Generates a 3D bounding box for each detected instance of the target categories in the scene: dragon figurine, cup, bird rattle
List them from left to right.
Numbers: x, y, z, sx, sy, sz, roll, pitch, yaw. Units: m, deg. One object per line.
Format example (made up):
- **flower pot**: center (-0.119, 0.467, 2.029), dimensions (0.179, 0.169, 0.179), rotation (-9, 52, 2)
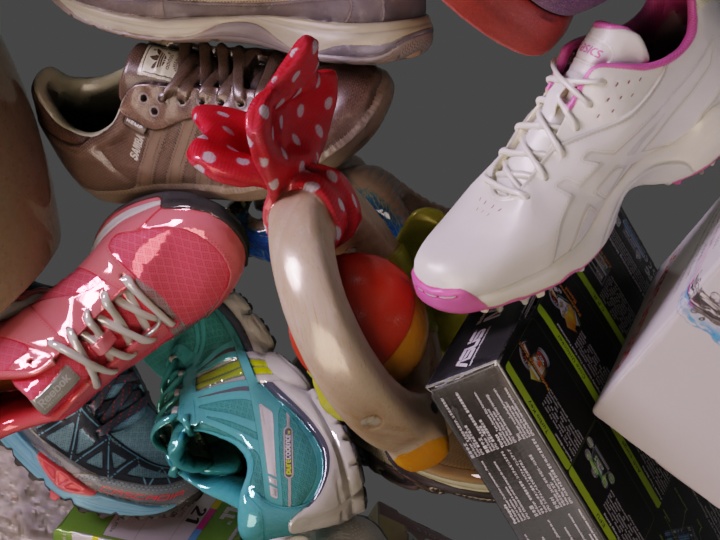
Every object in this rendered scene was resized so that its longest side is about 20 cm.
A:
- **cup**: center (-0.235, -0.038, 1.358), dimensions (0.200, 0.201, 0.143), rotation (-29, 110, 33)
- **dragon figurine**: center (-0.017, -0.012, 1.361), dimensions (0.199, 0.059, 0.100), rotation (-24, 107, 31)
- **bird rattle**: center (0.000, 0.000, 1.227), dimensions (0.112, 0.164, 0.200), rotation (-20, 137, 10)

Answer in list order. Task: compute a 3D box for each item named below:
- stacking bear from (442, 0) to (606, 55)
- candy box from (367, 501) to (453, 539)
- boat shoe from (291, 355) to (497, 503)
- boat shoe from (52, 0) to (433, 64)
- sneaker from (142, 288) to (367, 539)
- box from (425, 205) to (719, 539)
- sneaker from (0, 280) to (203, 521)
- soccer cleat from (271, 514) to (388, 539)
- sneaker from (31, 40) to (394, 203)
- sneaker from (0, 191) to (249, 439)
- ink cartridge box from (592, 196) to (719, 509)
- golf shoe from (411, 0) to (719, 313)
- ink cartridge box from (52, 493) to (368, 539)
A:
- **stacking bear**: center (0.120, -0.194, 1.170), dimensions (0.200, 0.122, 0.114), rotation (-37, 108, 27)
- **candy box**: center (0.010, 0.237, 1.453), dimensions (0.116, 0.057, 0.201), rotation (27, 109, -11)
- **boat shoe**: center (0.039, 0.077, 1.354), dimensions (0.065, 0.073, 0.200), rotation (50, 166, -32)
- **boat shoe**: center (-0.057, -0.147, 1.301), dimensions (0.199, 0.074, 0.074), rotation (8, 103, 18)
- **sneaker**: center (-0.074, 0.068, 1.378), dimensions (0.200, 0.079, 0.078), rotation (44, 147, 45)
- **box**: center (0.122, 0.081, 1.275), dimensions (0.047, 0.193, 0.201), rotation (-21, 109, 31)
- **sneaker**: center (-0.162, 0.056, 1.451), dimensions (0.199, 0.079, 0.096), rotation (34, 124, 1)
- **soccer cleat**: center (-0.075, 0.178, 1.384), dimensions (0.199, 0.086, 0.070), rotation (-29, 83, 27)
- **sneaker**: center (-0.080, -0.079, 1.323), dimensions (0.199, 0.071, 0.076), rotation (-11, 136, 35)
- **sneaker**: center (-0.135, 0.036, 1.351), dimensions (0.200, 0.087, 0.074), rotation (-31, 117, 27)
- **ink cartridge box**: center (0.229, 0.009, 1.216), dimensions (0.144, 0.147, 0.200), rotation (37, 126, -2)
- **golf shoe**: center (0.095, -0.060, 1.211), dimensions (0.075, 0.200, 0.092), rotation (28, 149, 47)
- **ink cartridge box**: center (-0.062, 0.201, 1.495), dimensions (0.199, 0.076, 0.149), rotation (10, 122, 19)
